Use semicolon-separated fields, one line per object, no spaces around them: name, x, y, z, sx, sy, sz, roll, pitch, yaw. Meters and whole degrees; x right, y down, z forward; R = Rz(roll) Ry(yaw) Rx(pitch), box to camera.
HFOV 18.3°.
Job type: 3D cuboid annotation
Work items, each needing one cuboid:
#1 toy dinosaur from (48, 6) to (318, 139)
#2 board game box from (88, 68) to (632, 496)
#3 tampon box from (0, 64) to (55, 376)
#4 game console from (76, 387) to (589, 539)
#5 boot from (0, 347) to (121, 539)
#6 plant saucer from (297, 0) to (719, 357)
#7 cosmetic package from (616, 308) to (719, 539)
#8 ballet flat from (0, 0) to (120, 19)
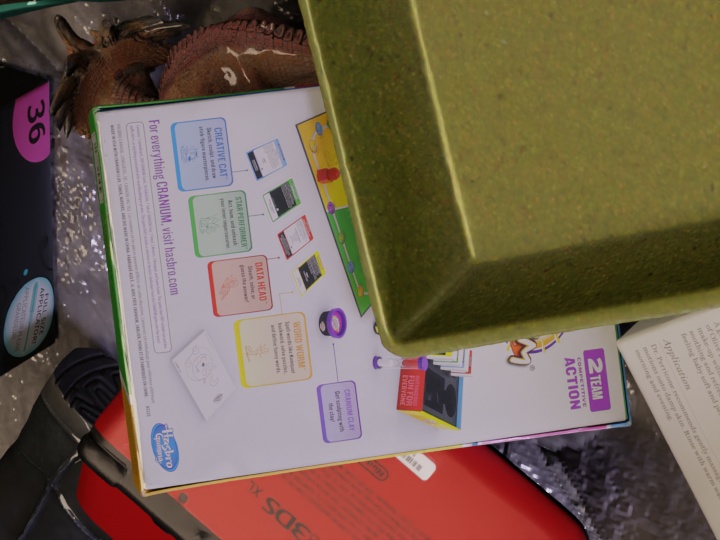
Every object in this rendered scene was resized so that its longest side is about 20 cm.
toy dinosaur;-0.059;-0.076;0.958;0.200;0.086;0.136;-27;105;42
board game box;0.000;0.000;0.890;0.040;0.199;0.153;-179;83;-81
tampon box;-0.254;-0.007;1.065;0.126;0.200;0.150;19;122;26
game console;-0.018;0.112;0.988;0.200;0.119;0.172;40;99;5
boot;-0.138;0.160;1.149;0.165;0.066;0.200;49;127;17
plant saucer;0.072;-0.080;0.809;0.200;0.048;0.200;-11;93;43
cosmetic package;0.211;0.029;0.834;0.200;0.085;0.108;-21;99;39
ballet flat;-0.131;-0.147;1.004;0.200;0.067;0.063;-2;97;35
